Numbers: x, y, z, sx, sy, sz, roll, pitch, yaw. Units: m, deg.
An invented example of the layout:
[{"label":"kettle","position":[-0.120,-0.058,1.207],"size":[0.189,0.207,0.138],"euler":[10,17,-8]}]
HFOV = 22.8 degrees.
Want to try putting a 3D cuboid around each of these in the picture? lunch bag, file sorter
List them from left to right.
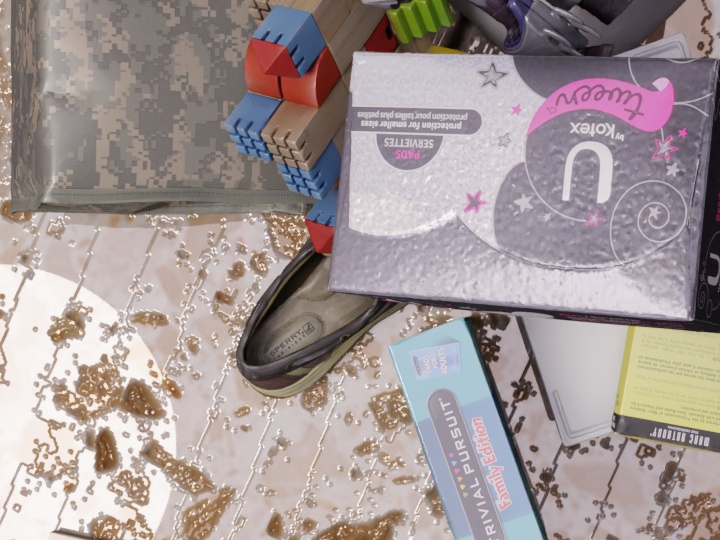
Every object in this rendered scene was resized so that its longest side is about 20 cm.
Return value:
[{"label":"lunch bag","position":[-0.109,-0.117,1.093],"size":[0.198,0.117,0.166],"euler":[0,88,-22]},{"label":"file sorter","position":[0.152,-0.016,1.070],"size":[0.138,0.125,0.202],"euler":[-18,88,3]}]

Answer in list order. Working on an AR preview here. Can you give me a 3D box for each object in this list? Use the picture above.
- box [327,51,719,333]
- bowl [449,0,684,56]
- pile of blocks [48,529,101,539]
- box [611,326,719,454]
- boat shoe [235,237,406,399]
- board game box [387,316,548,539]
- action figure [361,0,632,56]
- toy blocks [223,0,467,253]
[{"label":"box","position":[0.098,-0.042,0.926],"size":[0.199,0.115,0.133],"euler":[5,88,26]},{"label":"bowl","position":[0.129,-0.238,1.104],"size":[0.200,0.075,0.200],"euler":[44,93,3]},{"label":"pile of blocks","position":[-0.127,0.236,1.116],"size":[0.199,0.062,0.082],"euler":[37,92,4]},{"label":"box","position":[0.189,-0.003,0.982],"size":[0.075,0.050,0.202],"euler":[9,90,3]},{"label":"boat shoe","position":[0.000,0.000,1.109],"size":[0.073,0.065,0.200],"euler":[40,89,7]},{"label":"board game box","position":[0.066,0.105,1.036],"size":[0.047,0.200,0.152],"euler":[-20,87,4]},{"label":"action figure","position":[0.054,-0.180,0.966],"size":[0.199,0.069,0.131],"euler":[27,74,-13]},{"label":"toy blocks","position":[-0.019,-0.104,1.029],"size":[0.099,0.201,0.137],"euler":[18,61,33]}]
